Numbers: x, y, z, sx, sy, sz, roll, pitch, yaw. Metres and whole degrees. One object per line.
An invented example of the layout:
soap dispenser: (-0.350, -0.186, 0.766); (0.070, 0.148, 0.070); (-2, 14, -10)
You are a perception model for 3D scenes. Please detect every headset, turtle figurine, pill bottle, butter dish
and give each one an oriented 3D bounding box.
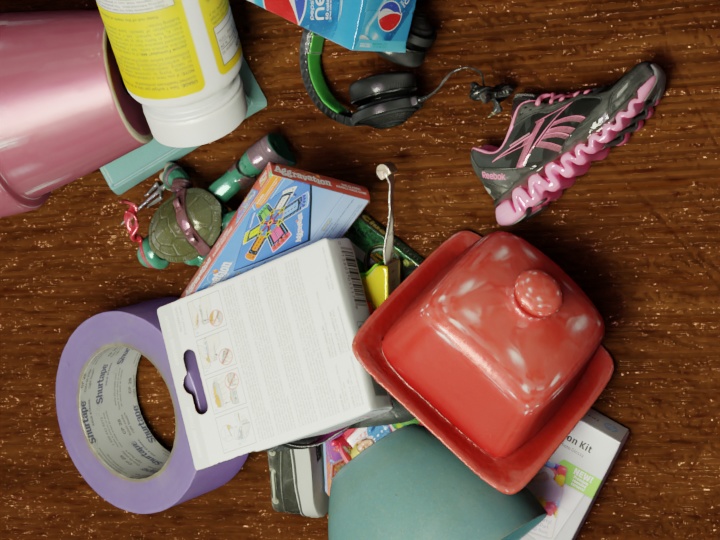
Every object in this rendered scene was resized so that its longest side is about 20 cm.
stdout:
headset: (0.038, -0.184, 1.503); (0.199, 0.094, 0.125); (21, 108, 33)
turtle figurine: (-0.145, -0.044, 1.587); (0.199, 0.101, 0.151); (-27, 89, 22)
pill bottle: (-0.170, -0.219, 1.493); (0.113, 0.115, 0.201); (2, 129, 21)
butter dish: (0.128, 0.049, 1.430); (0.199, 0.200, 0.148); (42, 145, 7)

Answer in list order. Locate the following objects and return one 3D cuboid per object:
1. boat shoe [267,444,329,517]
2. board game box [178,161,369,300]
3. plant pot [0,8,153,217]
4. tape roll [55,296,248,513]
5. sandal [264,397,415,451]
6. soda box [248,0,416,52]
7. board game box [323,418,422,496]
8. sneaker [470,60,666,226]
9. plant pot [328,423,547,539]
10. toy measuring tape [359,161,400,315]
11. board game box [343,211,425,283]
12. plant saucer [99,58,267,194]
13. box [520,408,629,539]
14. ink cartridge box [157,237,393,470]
boat shoe: (-0.072, 0.148, 1.626); (0.063, 0.071, 0.202); (1, 106, 20)
board game box: (-0.083, -0.018, 1.541); (0.200, 0.102, 0.020); (-52, 38, 38)
plant pot: (-0.295, -0.164, 1.571); (0.177, 0.200, 0.202); (-12, 100, 13)
tape roll: (-0.203, 0.132, 1.642); (0.198, 0.085, 0.202); (7, 103, 35)
sandal: (-0.036, 0.128, 1.540); (0.199, 0.048, 0.076); (-17, 109, 26)
soda box: (-0.042, -0.253, 1.463); (0.199, 0.067, 0.065); (31, 116, 40)
board game box: (0.022, 0.160, 1.572); (0.157, 0.039, 0.202); (4, 103, 29)
sneaker: (0.175, -0.128, 1.455); (0.200, 0.079, 0.096); (-40, 76, 25)
plant pot: (0.048, 0.218, 1.478); (0.200, 0.200, 0.135); (-41, 75, 26)
toy measuring tape: (0.000, 0.000, 1.537); (0.073, 0.073, 0.202); (4, 101, 21)
board game box: (0.010, 0.013, 1.583); (0.200, 0.023, 0.105); (39, 117, 8)
plant saucer: (-0.185, -0.145, 1.622); (0.199, 0.019, 0.070); (-28, 93, 25)
box: (0.142, 0.200, 1.570); (0.155, 0.041, 0.201); (29, 112, 13)
ink cartridge box: (-0.079, 0.078, 1.520); (0.199, 0.057, 0.164); (-23, 76, 31)
